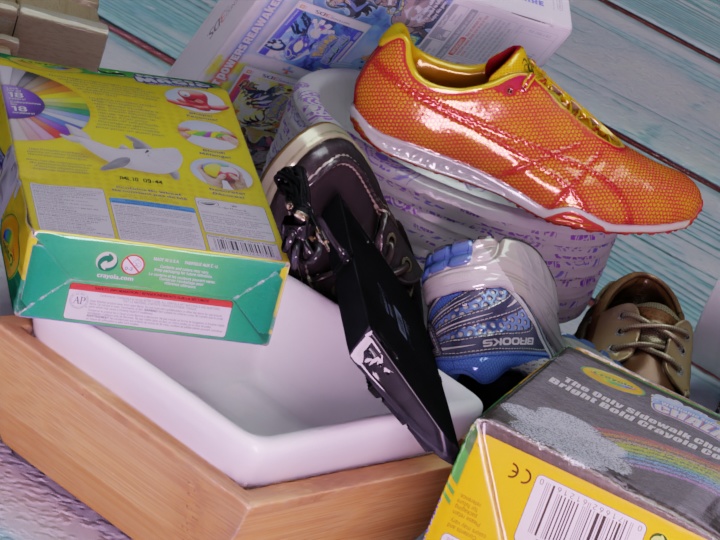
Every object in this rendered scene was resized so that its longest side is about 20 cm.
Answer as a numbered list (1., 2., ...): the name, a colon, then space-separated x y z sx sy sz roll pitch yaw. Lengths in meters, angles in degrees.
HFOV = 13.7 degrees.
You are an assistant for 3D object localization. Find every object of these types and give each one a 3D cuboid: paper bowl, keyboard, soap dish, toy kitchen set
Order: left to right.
1. toy kitchen set: -0.230 -0.197 1.727 0.199 0.181 0.163 13 20 -14
2. soap dish: -0.053 0.068 1.337 0.157 0.081 0.200 32 20 28
3. keyboard: -0.003 0.008 1.321 0.127 0.021 0.200 55 6 -17
4. paper bowl: 0.039 -0.027 1.684 0.200 0.105 0.201 21 18 -7

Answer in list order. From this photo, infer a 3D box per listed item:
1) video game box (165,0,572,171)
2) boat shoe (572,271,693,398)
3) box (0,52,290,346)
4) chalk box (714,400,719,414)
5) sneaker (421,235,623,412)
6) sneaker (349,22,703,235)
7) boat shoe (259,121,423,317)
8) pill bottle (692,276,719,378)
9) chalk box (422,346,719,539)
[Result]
1. video game box: -0.003 -0.123 1.775 0.182 0.200 0.047 13 52 -25
2. boat shoe: 0.145 0.051 1.634 0.075 0.074 0.200 20 18 -5
3. box: -0.107 -0.040 1.347 0.117 0.049 0.200 8 29 -16
4. chalk box: 0.262 0.131 1.467 0.200 0.125 0.124 29 19 17
5. sneaker: 0.080 0.070 1.463 0.200 0.077 0.085 49 39 -45
6. sneaker: 0.095 -0.073 1.596 0.199 0.077 0.073 20 17 -11
7. boat shoe: 0.000 0.000 1.485 0.065 0.073 0.200 42 -13 29
8. pill bottle: 0.295 0.061 1.725 0.200 0.111 0.111 28 18 16
9. chalk box: 0.108 0.121 1.315 0.124 0.124 0.200 26 17 14
